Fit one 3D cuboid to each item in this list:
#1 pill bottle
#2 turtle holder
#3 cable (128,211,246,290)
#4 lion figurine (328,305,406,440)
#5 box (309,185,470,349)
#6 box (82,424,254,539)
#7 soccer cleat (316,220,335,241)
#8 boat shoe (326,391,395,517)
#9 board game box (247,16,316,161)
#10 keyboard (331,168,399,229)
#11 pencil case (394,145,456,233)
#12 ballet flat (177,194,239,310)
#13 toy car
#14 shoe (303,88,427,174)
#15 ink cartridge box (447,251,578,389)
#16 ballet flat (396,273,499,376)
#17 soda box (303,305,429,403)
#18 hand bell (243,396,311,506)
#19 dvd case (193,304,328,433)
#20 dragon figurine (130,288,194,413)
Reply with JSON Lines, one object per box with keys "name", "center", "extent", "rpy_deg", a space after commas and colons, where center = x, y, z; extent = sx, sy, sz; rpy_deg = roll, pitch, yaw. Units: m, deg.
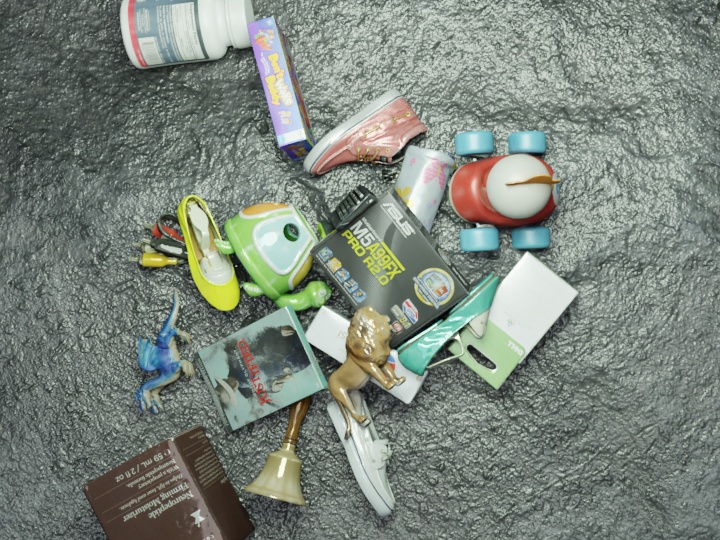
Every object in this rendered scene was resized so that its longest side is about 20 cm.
{"name": "pill bottle", "center": [-0.277, -0.399, 1.547], "extent": [0.199, 0.120, 0.120], "rpy_deg": [-6, 86, 4]}
{"name": "turtle holder", "center": [-0.130, -0.023, 1.499], "extent": [0.132, 0.141, 0.186], "rpy_deg": [-33, 71, 3]}
{"name": "cable", "center": [-0.279, -0.029, 1.578], "extent": [0.200, 0.050, 0.097], "rpy_deg": [20, 72, -6]}
{"name": "lion figurine", "center": [-0.005, 0.157, 1.446], "extent": [0.123, 0.072, 0.200], "rpy_deg": [46, 118, 16]}
{"name": "box", "center": [0.045, -0.002, 1.447], "extent": [0.160, 0.044, 0.200], "rpy_deg": [-36, 98, 19]}
{"name": "box", "center": [-0.295, 0.373, 1.484], "extent": [0.166, 0.164, 0.200], "rpy_deg": [-30, 85, 3]}
{"name": "soccer cleat", "center": [0.000, 0.000, 1.533], "extent": [0.081, 0.068, 0.200], "rpy_deg": [-31, 87, -12]}
{"name": "boat shoe", "center": [0.016, 0.288, 1.504], "extent": [0.067, 0.074, 0.200], "rpy_deg": [-28, 84, 6]}
{"name": "board game box", "center": [-0.123, -0.286, 1.519], "extent": [0.045, 0.134, 0.201], "rpy_deg": [-16, 86, 5]}
{"name": "keyboard", "center": [0.003, -0.117, 1.466], "extent": [0.127, 0.200, 0.021], "rpy_deg": [-40, 100, 2]}
{"name": "pencil case", "center": [0.086, -0.099, 1.514], "extent": [0.083, 0.091, 0.200], "rpy_deg": [18, 86, 36]}
{"name": "ballet flat", "center": [-0.246, -0.033, 1.523], "extent": [0.067, 0.067, 0.200], "rpy_deg": [-17, 75, -21]}
{"name": "toy car", "center": [0.244, -0.124, 1.425], "extent": [0.176, 0.200, 0.185], "rpy_deg": [-2, 91, -17]}
{"name": "shoe", "center": [0.009, -0.200, 1.532], "extent": [0.200, 0.071, 0.091], "rpy_deg": [-37, 79, -2]}
{"name": "ink cartridge box", "center": [0.240, 0.079, 1.502], "extent": [0.104, 0.059, 0.200], "rpy_deg": [39, 91, 7]}
{"name": "ballet flat", "center": [0.149, 0.091, 1.455], "extent": [0.200, 0.067, 0.070], "rpy_deg": [-40, 83, 2]}
{"name": "soda box", "center": [0.011, 0.134, 1.516], "extent": [0.200, 0.068, 0.064], "rpy_deg": [31, 90, 6]}
{"name": "hand bell", "center": [-0.113, 0.268, 1.526], "extent": [0.104, 0.104, 0.201], "rpy_deg": [12, 75, 6]}
{"name": "dvd case", "center": [-0.163, 0.160, 1.522], "extent": [0.200, 0.022, 0.146], "rpy_deg": [-27, 85, 25]}
{"name": "dragon figurine", "center": [-0.330, 0.134, 1.553], "extent": [0.099, 0.059, 0.201], "rpy_deg": [-8, 88, 5]}
